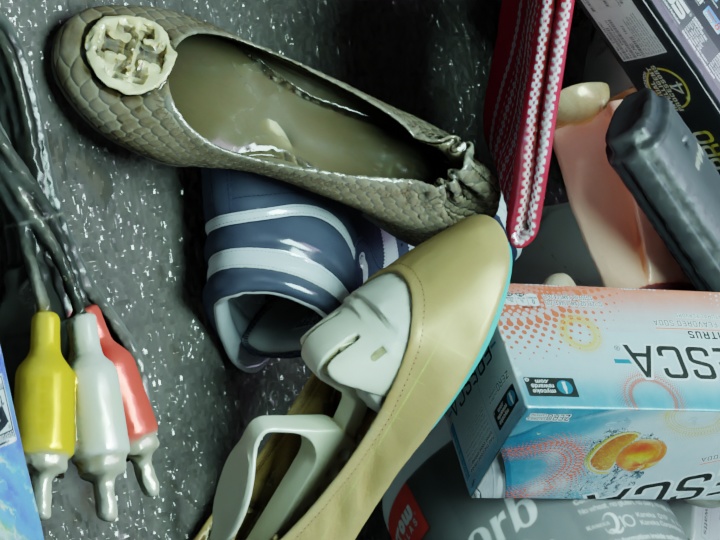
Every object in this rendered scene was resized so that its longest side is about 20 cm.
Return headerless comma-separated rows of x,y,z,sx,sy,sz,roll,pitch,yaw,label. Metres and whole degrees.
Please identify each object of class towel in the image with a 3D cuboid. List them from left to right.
0.073,-0.099,1.280,0.200,0.022,0.146,-86,-176,-77,towel

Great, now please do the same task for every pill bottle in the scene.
0.078,0.119,1.284,0.116,0.116,0.201,26,30,-53,pill bottle

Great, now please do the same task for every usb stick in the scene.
0.173,0.006,1.329,0.200,0.032,0.056,53,33,-20,usb stick

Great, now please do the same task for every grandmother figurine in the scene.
0.133,0.013,1.344,0.121,0.061,0.201,-8,71,-30,grandmother figurine

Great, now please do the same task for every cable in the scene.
-0.112,-0.004,1.134,0.097,0.050,0.201,-6,90,-59,cable

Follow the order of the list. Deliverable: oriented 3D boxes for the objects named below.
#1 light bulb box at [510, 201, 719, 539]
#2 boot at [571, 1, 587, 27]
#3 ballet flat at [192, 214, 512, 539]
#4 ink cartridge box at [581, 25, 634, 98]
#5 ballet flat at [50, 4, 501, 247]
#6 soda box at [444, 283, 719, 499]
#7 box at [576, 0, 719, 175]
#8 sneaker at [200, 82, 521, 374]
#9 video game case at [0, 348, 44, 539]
0.164,0.090,1.480,0.200,0.124,0.199,40,50,-47,light bulb box
0.061,-0.174,1.419,0.158,0.079,0.211,64,36,-25,boot
-0.008,0.060,1.194,0.063,0.069,0.201,23,102,-34,ballet flat
0.175,-0.143,1.496,0.145,0.084,0.201,137,-36,-75,ink cartridge box
-0.030,-0.061,1.201,0.199,0.046,0.068,23,64,-18,ballet flat
0.136,0.053,1.243,0.199,0.064,0.069,2,49,-24,soda box
0.202,-0.109,1.382,0.161,0.049,0.200,-49,112,-29,box
0.000,0.000,1.290,0.200,0.070,0.109,23,59,-46,sneaker
-0.177,0.132,1.008,0.200,0.045,0.182,-22,103,-57,video game case
